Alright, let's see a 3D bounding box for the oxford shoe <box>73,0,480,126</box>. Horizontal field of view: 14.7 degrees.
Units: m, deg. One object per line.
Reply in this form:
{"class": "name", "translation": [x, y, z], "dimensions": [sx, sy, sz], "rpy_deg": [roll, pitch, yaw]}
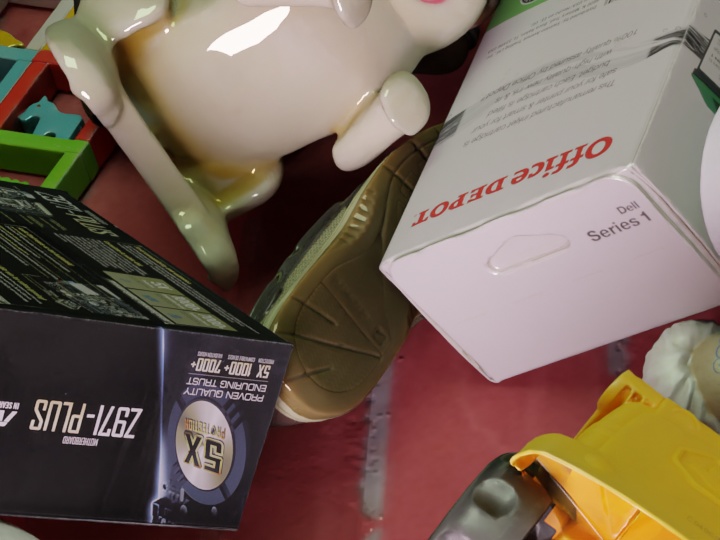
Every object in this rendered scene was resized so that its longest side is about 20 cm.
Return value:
{"class": "oxford shoe", "translation": [-0.040, -0.095, 1.359], "dimensions": [0.199, 0.073, 0.085], "rpy_deg": [-3, 70, 8]}

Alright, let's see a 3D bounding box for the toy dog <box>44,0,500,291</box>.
{"class": "toy dog", "translation": [-0.023, -0.113, 1.255], "dimensions": [0.199, 0.140, 0.194], "rpy_deg": [-33, 18, 2]}

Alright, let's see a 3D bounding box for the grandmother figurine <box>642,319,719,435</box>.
{"class": "grandmother figurine", "translation": [0.211, 0.048, 1.115], "dimensions": [0.199, 0.061, 0.122], "rpy_deg": [3, 36, 17]}

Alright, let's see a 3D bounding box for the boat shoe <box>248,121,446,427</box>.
{"class": "boat shoe", "translation": [0.000, 0.001, 1.224], "dimensions": [0.066, 0.072, 0.201], "rpy_deg": [-22, 19, 42]}

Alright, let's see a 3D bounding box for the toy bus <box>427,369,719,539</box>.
{"class": "toy bus", "translation": [0.079, 0.137, 0.998], "dimensions": [0.135, 0.200, 0.192], "rpy_deg": [35, 25, 5]}

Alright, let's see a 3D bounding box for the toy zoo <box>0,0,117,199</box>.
{"class": "toy zoo", "translation": [-0.165, -0.101, 1.429], "dimensions": [0.131, 0.021, 0.200], "rpy_deg": [9, 48, 27]}

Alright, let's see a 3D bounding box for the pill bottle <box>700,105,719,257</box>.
{"class": "pill bottle", "translation": [0.231, -0.031, 1.040], "dimensions": [0.199, 0.112, 0.112], "rpy_deg": [5, 44, 42]}

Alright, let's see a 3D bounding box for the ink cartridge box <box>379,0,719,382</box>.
{"class": "ink cartridge box", "translation": [0.111, -0.062, 1.208], "dimensions": [0.146, 0.084, 0.201], "rpy_deg": [-21, 32, 42]}

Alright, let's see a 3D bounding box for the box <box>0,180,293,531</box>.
{"class": "box", "translation": [-0.154, 0.026, 1.157], "dimensions": [0.163, 0.087, 0.200], "rpy_deg": [8, 15, -38]}

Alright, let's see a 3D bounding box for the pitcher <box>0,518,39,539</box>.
{"class": "pitcher", "translation": [-0.148, 0.177, 1.059], "dimensions": [0.199, 0.122, 0.172], "rpy_deg": [15, 57, 15]}
